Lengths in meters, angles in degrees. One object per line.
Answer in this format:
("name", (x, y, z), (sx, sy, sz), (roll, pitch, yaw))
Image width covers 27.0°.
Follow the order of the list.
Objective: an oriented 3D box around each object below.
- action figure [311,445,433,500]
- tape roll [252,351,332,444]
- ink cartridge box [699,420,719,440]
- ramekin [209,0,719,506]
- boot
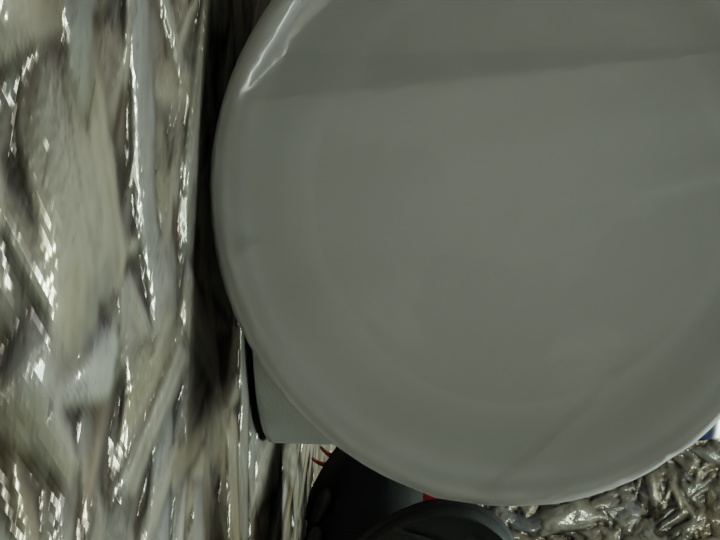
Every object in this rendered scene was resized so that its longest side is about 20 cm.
("action figure", (-0.010, 0.169, 0.840), (0.200, 0.099, 0.065), (-40, 140, -55))
("tape roll", (-0.018, -0.022, 0.671), (0.203, 0.037, 0.203), (3, 90, -87))
("ink cartridge box", (0.153, -0.039, 0.636), (0.136, 0.076, 0.201), (-2, 102, -57))
("ramekin", (0.046, -0.026, 0.523), (0.094, 0.202, 0.203), (-178, -89, -83))
("boot", (0.013, 0.121, 0.646), (0.165, 0.066, 0.200), (-57, -176, 21))
